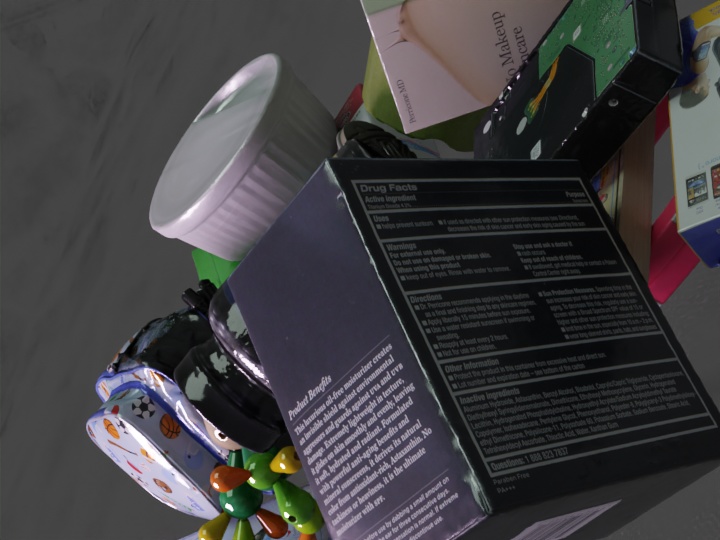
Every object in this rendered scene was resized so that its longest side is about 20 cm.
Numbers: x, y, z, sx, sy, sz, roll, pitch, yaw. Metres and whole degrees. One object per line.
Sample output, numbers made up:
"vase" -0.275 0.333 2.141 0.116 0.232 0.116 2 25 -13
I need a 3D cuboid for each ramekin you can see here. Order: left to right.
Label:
"ramekin" -0.106 -0.101 1.253 0.202 0.094 0.203 -42 27 27

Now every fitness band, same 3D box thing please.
"fitness band" 0.193 -0.057 0.849 0.200 0.037 0.144 -55 21 23

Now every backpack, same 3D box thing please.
"backpack" -0.147 0.128 1.159 0.154 0.200 0.190 -43 13 -20

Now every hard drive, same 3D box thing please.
"hard drive" 0.135 -0.108 0.855 0.140 0.038 0.200 -83 21 -44

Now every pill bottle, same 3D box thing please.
"pill bottle" -0.029 0.021 0.872 0.200 0.112 0.112 -49 24 7

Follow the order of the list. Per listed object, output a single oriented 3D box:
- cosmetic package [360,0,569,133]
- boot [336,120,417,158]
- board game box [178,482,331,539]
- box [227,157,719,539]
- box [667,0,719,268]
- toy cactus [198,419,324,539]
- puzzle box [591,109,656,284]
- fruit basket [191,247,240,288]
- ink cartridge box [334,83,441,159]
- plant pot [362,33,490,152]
"cosmetic package" 0.107 -0.187 0.950 0.200 0.104 0.073 -20 32 4
"boot" -0.002 0.000 1.105 0.182 0.073 0.200 54 132 14
"board game box" -0.107 0.283 1.046 0.199 0.041 0.200 -24 32 8
"box" 0.064 0.051 0.712 0.123 0.200 0.199 -45 59 41
"box" 0.232 -0.087 0.723 0.119 0.041 0.200 -25 37 31
"toy cactus" -0.090 0.142 1.000 0.165 0.102 0.200 49 144 44
"puzzle box" 0.144 -0.043 0.869 0.133 0.025 0.200 -42 29 48
"fruit basket" -0.113 0.068 1.308 0.215 0.155 0.216 -37 26 21
"ink cartridge box" 0.007 -0.063 1.224 0.146 0.083 0.200 -56 23 22
"plant pot" 0.087 -0.207 1.088 0.200 0.200 0.190 -111 36 -62
